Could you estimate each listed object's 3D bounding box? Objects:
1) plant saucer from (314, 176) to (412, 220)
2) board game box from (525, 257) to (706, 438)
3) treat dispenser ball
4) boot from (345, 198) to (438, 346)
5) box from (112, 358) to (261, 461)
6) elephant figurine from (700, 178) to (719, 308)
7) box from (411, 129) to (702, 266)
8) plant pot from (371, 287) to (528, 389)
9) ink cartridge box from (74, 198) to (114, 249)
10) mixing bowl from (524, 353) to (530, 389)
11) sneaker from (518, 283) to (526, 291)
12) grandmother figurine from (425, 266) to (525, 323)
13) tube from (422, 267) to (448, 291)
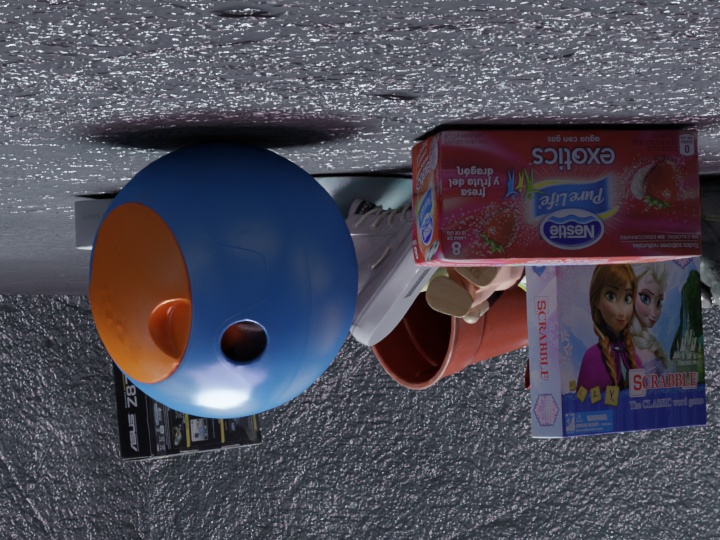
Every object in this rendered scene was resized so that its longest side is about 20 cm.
[{"bbox_3d":[-0.027,-0.060,1.621,0.199,0.039,0.201,-2,176,0],"label":"plant saucer"},{"bbox_3d":[0.230,0.044,1.540,0.199,0.202,0.041,-1,177,-41],"label":"board game box"},{"bbox_3d":[-0.100,0.007,1.266,0.199,0.203,0.201,-2,177,0],"label":"treat dispenser ball"},{"bbox_3d":[0.029,-0.035,1.515,0.096,0.200,0.073,44,-158,16],"label":"boot"},{"bbox_3d":[-0.172,0.077,1.678,0.049,0.202,0.161,-10,175,38],"label":"box"},{"bbox_3d":[0.349,-0.012,1.720,0.140,0.156,0.200,-16,172,-12],"label":"elephant figurine"},{"bbox_3d":[0.143,-0.052,1.276,0.198,0.097,0.100,-1,178,-12],"label":"box"},{"bbox_3d":[0.129,0.020,1.961,0.194,0.203,0.200,-9,-179,-31],"label":"plant pot"},{"bbox_3d":[-0.194,-0.044,1.739,0.108,0.051,0.200,-3,176,19],"label":"ink cartridge box"},{"bbox_3d":[0.251,0.043,1.810,0.107,0.202,0.200,16,177,1],"label":"mixing bowl"},{"bbox_3d":[0.145,-0.020,1.763,0.104,0.076,0.200,5,-164,-10],"label":"sneaker"},{"bbox_3d":[0.130,-0.008,1.560,0.121,0.061,0.200,-44,168,22],"label":"grandmother figurine"},{"bbox_3d":[0.113,-0.017,1.670,0.199,0.052,0.058,-25,141,-15],"label":"tube"}]
